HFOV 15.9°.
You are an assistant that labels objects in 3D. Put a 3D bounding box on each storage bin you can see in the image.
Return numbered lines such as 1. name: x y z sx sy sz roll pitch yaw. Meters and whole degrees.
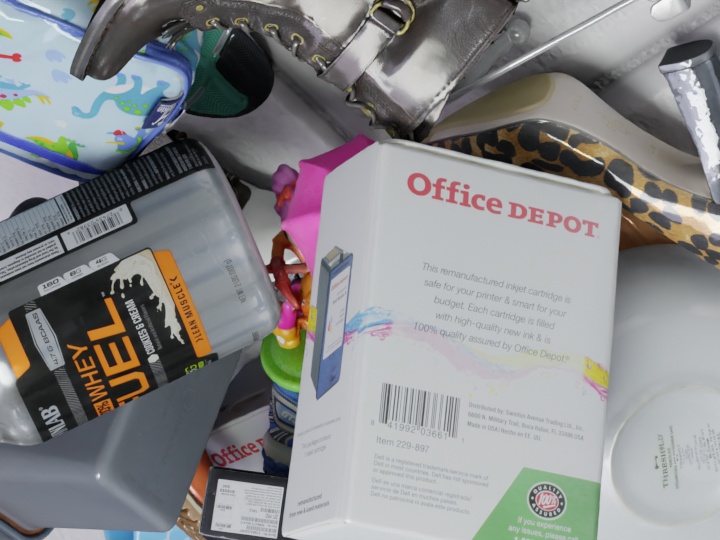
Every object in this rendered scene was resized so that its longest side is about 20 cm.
1. storage bin: -0.160 0.060 1.547 0.134 0.201 0.146 3 153 36

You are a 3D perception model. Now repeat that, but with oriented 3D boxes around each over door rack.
1. over door rack: 0.060 -0.171 1.334 0.199 0.067 0.148 -21 118 36

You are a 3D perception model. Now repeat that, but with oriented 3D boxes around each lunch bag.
1. lunch bag: -0.193 -0.130 1.419 0.199 0.083 0.161 23 148 -20

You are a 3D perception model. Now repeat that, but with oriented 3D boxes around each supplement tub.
1. supplement tub: -0.155 0.018 1.436 0.123 0.199 0.123 65 174 0

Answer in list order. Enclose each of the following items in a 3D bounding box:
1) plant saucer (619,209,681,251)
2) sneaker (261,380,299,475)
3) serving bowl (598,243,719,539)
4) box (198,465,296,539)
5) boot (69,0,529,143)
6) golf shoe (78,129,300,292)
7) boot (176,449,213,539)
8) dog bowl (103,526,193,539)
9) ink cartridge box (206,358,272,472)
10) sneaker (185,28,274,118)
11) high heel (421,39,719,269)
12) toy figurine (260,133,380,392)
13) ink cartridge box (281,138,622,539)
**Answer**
1. plant saucer: 0.117 -0.007 1.507 0.199 0.032 0.201 23 144 18
2. sneaker: 0.031 0.089 1.588 0.198 0.077 0.086 -1 101 15
3. serving bowl: 0.170 0.090 1.435 0.200 0.200 0.066 52 -178 -25
4. box: 0.012 0.164 1.585 0.198 0.050 0.161 6 170 8
5. boot: -0.033 -0.120 1.309 0.174 0.069 0.200 41 116 -15
6. golf shoe: -0.104 -0.039 1.618 0.199 0.078 0.095 5 136 35
7. boot: -0.121 0.079 1.683 0.201 0.107 0.075 59 164 9
8. dog bowl: -0.152 0.116 1.764 0.111 0.049 0.202 158 105 -69
9. ink cartridge box: 0.002 0.141 1.737 0.200 0.084 0.146 46 144 -14
10. sneaker: -0.136 -0.165 1.517 0.199 0.088 0.074 27 125 -26
11. high heel: 0.130 -0.038 1.401 0.199 0.071 0.143 -11 113 36
12. toy figurine: 0.000 0.000 1.471 0.199 0.150 0.185 29 148 40
13. ink cartridge box: 0.049 0.048 1.330 0.144 0.202 0.087 12 165 -22
